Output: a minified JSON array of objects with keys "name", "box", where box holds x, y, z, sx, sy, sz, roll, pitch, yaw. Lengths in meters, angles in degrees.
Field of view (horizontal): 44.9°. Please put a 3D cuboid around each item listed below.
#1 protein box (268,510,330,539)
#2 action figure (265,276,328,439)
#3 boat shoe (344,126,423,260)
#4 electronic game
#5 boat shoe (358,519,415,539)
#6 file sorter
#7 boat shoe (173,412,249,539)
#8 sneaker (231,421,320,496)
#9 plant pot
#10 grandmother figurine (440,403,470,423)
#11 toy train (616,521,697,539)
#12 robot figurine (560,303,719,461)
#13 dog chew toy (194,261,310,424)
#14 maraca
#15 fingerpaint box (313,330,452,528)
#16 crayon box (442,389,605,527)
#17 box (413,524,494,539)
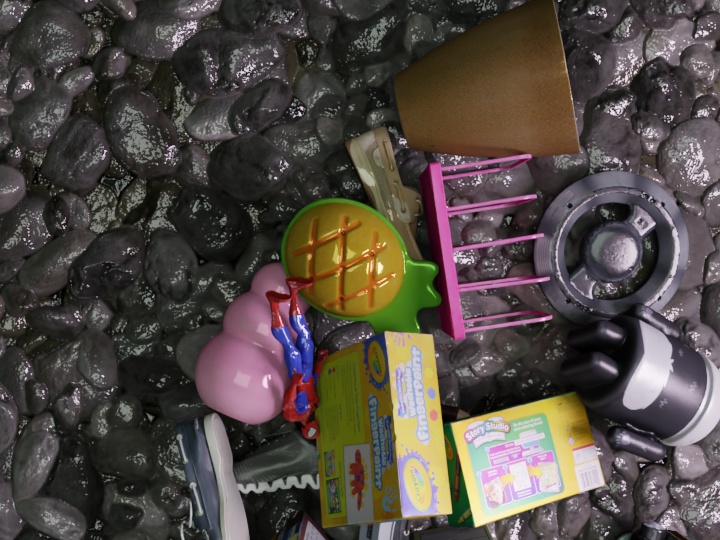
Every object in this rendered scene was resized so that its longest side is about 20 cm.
[{"name":"protein box","box":[-0.081,0.447,1.055,0.198,0.135,0.200,-41,90,1]},{"name":"action figure","box":[-0.068,0.111,1.008,0.051,0.065,0.201,10,120,26]},{"name":"boat shoe","box":[0.047,-0.081,1.083,0.064,0.071,0.201,-24,91,-1]},{"name":"electronic game","box":[0.314,-0.024,1.096,0.198,0.042,0.202,-1,98,-4]},{"name":"boat shoe","box":[0.045,0.297,1.084,0.066,0.070,0.202,4,97,-29]},{"name":"file sorter","box":[0.150,-0.031,1.050,0.124,0.139,0.202,-8,90,-1]},{"name":"boat shoe","box":[-0.177,0.270,1.020,0.061,0.075,0.202,-16,79,6]},{"name":"sneaker","box":[-0.104,0.232,1.093,0.198,0.066,0.091,-2,84,0]},{"name":"plant pot","box":[0.147,-0.213,1.042,0.198,0.186,0.188,-10,90,13]},{"name":"grandmother figurine","box":[0.096,0.215,1.094,0.121,0.061,0.200,-45,87,7]},{"name":"toy train","box":[0.369,0.415,1.083,0.113,0.085,0.202,11,91,-9]},{"name":"robot figurine","box":[0.339,0.132,1.047,0.199,0.125,0.151,26,103,-16]},{"name":"dog chew toy","box":[-0.120,0.082,1.065,0.124,0.125,0.201,24,83,0]},{"name":"maraca","box":[0.000,0.000,1.023,0.199,0.107,0.138,34,105,-3]},{"name":"fingerpaint box","box":[0.020,0.188,1.010,0.073,0.167,0.202,6,69,-33]},{"name":"crayon box","box":[0.187,0.222,1.042,0.199,0.058,0.120,-8,80,-27]},{"name":"box","box":[0.128,0.414,1.022,0.096,0.200,0.177,-10,91,1]}]
